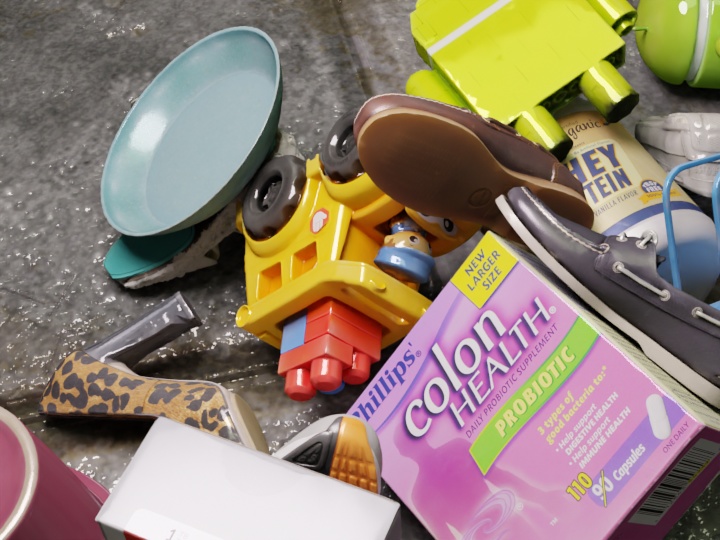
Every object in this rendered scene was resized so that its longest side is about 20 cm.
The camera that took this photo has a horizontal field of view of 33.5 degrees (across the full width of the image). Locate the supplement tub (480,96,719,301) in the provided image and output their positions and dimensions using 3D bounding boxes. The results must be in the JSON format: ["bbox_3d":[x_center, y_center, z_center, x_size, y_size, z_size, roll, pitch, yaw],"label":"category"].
[{"bbox_3d":[0.175,-0.044,0.952,0.144,0.145,0.200,-21,51,-15],"label":"supplement tub"}]

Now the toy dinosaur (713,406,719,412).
[{"bbox_3d":[0.274,0.088,0.854,0.088,0.200,0.048,-3,75,-38],"label":"toy dinosaur"}]

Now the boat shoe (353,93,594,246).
[{"bbox_3d":[0.073,-0.073,0.819,0.199,0.070,0.071,23,33,-34],"label":"boat shoe"}]

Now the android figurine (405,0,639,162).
[{"bbox_3d":[0.119,-0.174,0.926,0.182,0.041,0.200,-36,64,-3],"label":"android figurine"}]

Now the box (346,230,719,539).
[{"bbox_3d":[0.117,0.108,0.800,0.176,0.097,0.200,-52,55,12],"label":"box"}]

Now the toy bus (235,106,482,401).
[{"bbox_3d":[0.000,0.000,0.888,0.200,0.135,0.193,-29,43,37],"label":"toy bus"}]

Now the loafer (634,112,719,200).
[{"bbox_3d":[0.267,-0.094,0.995,0.069,0.070,0.200,2,6,5],"label":"loafer"}]

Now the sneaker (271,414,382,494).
[{"bbox_3d":[-0.027,0.130,0.775,0.075,0.200,0.092,21,54,-3],"label":"sneaker"}]

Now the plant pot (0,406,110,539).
[{"bbox_3d":[-0.246,0.182,0.758,0.199,0.180,0.201,-2,49,2],"label":"plant pot"}]

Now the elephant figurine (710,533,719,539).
[{"bbox_3d":[0.337,0.116,0.763,0.141,0.200,0.155,27,57,17],"label":"elephant figurine"}]

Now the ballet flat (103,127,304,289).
[{"bbox_3d":[-0.123,-0.039,1.003,0.200,0.072,0.072,-36,49,14],"label":"ballet flat"}]

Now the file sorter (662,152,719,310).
[{"bbox_3d":[0.318,-0.021,0.791,0.138,0.123,0.200,-15,10,-29],"label":"file sorter"}]

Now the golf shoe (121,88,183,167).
[{"bbox_3d":[-0.129,-0.086,1.066,0.199,0.077,0.088,21,78,19],"label":"golf shoe"}]

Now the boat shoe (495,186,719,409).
[{"bbox_3d":[0.177,0.003,0.781,0.200,0.073,0.063,41,102,5],"label":"boat shoe"}]

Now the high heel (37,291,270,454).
[{"bbox_3d":[-0.152,0.129,0.890,0.142,0.071,0.200,-32,62,0],"label":"high heel"}]

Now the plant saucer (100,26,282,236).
[{"bbox_3d":[-0.131,-0.108,0.980,0.199,0.036,0.201,-25,46,29],"label":"plant saucer"}]

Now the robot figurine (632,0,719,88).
[{"bbox_3d":[0.349,-0.228,1.117,0.199,0.116,0.176,3,20,3],"label":"robot figurine"}]

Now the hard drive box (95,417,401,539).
[{"bbox_3d":[-0.057,0.194,0.723,0.155,0.201,0.077,17,52,17],"label":"hard drive box"}]
